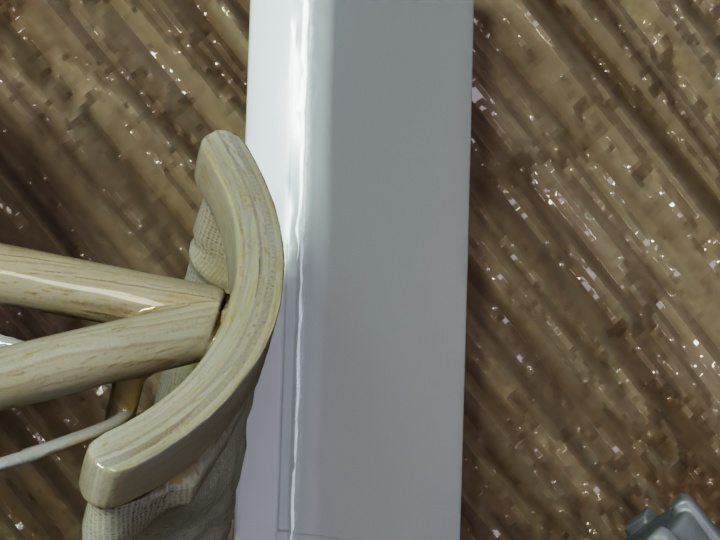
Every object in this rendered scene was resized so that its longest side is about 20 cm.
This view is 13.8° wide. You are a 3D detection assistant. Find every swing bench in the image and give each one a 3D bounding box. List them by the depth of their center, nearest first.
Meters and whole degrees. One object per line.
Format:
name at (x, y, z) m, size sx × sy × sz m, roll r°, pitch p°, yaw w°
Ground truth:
swing bench at (-0.124, 0.078, 0.762) m, size 0.200 × 0.199 × 0.130 m, roll -1°, pitch 43°, yaw -16°

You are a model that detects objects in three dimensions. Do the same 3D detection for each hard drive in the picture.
hard drive at (0.000, 0.000, 0.873) m, size 0.026 × 0.132 × 0.200 m, roll -1°, pitch 81°, yaw 22°

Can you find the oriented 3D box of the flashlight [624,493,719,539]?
flashlight at (0.146, 0.159, 0.923) m, size 0.200 × 0.068 × 0.068 m, roll 51°, pitch 46°, yaw -4°
